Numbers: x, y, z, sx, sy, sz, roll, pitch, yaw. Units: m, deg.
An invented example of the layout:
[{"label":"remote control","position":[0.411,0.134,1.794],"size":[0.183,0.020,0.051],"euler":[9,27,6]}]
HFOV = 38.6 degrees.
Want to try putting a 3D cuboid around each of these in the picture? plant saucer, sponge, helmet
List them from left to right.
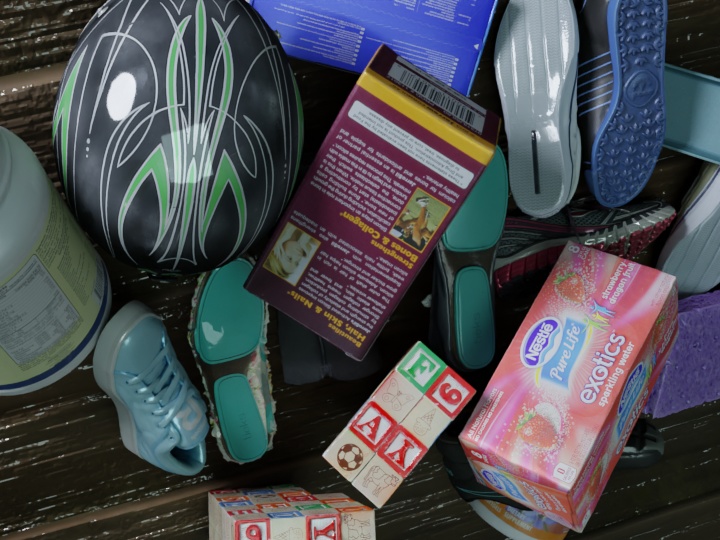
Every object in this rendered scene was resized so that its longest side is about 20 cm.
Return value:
[{"label":"helmet","position":[-0.130,-0.101,0.744],"size":[0.197,0.191,0.203],"euler":[6,71,-17]},{"label":"plant saucer","position":[0.313,-0.131,0.899],"size":[0.198,0.019,0.071],"euler":[22,109,20]},{"label":"sponge","position":[0.359,0.072,1.019],"size":[0.198,0.030,0.113],"euler":[-10,116,-31]}]

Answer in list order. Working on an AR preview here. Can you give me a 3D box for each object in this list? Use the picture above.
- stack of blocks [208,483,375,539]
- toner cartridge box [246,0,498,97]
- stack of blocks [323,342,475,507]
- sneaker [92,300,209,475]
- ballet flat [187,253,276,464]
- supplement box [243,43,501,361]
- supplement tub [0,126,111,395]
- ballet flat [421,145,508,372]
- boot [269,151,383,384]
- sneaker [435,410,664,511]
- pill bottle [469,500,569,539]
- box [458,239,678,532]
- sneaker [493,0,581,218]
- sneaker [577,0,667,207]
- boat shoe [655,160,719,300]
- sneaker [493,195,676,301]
[{"label":"stack of blocks","position":[-0.066,0.228,0.892],"size":[0.113,0.200,0.060],"euler":[-1,85,-15]},{"label":"toner cartridge box","position":[0.006,-0.208,0.829],"size":[0.197,0.043,0.096],"euler":[11,108,-20]},{"label":"stack of blocks","position":[0.030,0.128,0.873],"size":[0.058,0.200,0.115],"euler":[40,85,5]},{"label":"sneaker","position":[-0.158,0.102,0.845],"size":[0.074,0.081,0.201],"euler":[-55,159,-30]},{"label":"ballet flat","position":[-0.114,0.072,0.894],"size":[0.074,0.064,0.203],"euler":[-6,110,-15]},{"label":"supplement box","position":[0.008,-0.050,0.777],"size":[0.109,0.086,0.201],"euler":[31,117,-3]},{"label":"supplement tub","position":[-0.273,-0.014,0.727],"size":[0.143,0.146,0.201],"euler":[-24,149,-6]},{"label":"ballet flat","position":[0.085,-0.015,0.890],"size":[0.072,0.073,0.203],"euler":[-1,97,-16]},{"label":"boot","position":[-0.001,0.000,0.881],"size":[0.162,0.066,0.203],"euler":[1,110,14]},{"label":"sneaker","position":[0.168,0.166,0.912],"size":[0.197,0.075,0.080],"euler":[-4,112,20]},{"label":"pill bottle","position":[0.191,0.156,0.989],"size":[0.111,0.112,0.202],"euler":[22,103,-23]},{"label":"box","position":[0.174,0.091,0.837],"size":[0.201,0.102,0.095],"euler":[-56,148,-20]},{"label":"sneaker","position":[0.154,-0.147,0.885],"size":[0.072,0.071,0.203],"euler":[3,93,20]},{"label":"sneaker","position":[0.220,-0.160,0.893],"size":[0.069,0.078,0.203],"euler":[-6,116,-14]},{"label":"boat shoe","position":[0.341,-0.061,0.972],"size":[0.071,0.062,0.202],"euler":[17,123,-12]},{"label":"sneaker","position":[0.202,-0.039,0.940],"size":[0.197,0.075,0.081],"euler":[-14,157,-22]}]
